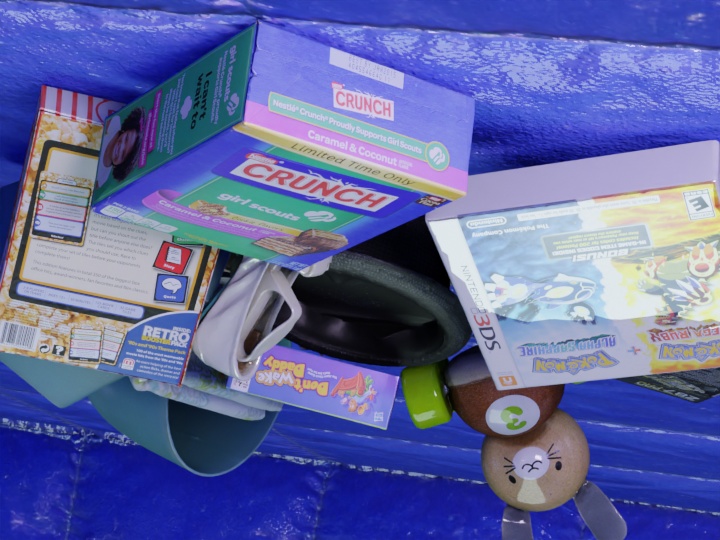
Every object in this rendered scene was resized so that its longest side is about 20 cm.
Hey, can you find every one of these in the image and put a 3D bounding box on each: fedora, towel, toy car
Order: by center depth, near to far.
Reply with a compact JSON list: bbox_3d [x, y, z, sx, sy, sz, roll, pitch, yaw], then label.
[{"bbox_3d":[0.000,0.000,1.522,0.200,0.092,0.201,13,151,7],"label":"fedora"},{"bbox_3d":[0.145,0.153,1.603,0.164,0.200,0.158,-17,180,9],"label":"toy car"},{"bbox_3d":[-0.156,0.044,1.723,0.048,0.171,0.200,-34,150,23],"label":"towel"}]

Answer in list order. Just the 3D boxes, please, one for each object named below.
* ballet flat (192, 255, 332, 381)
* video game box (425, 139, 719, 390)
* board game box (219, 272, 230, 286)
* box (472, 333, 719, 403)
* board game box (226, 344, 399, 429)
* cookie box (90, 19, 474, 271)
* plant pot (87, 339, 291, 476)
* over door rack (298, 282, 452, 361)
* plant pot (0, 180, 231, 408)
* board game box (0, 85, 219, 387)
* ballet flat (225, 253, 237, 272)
[{"bbox_3d":[-0.059,0.000,1.405,0.069,0.200,0.069,25,-156,-12],"label":"ballet flat"},{"bbox_3d":[0.164,0.002,1.296,0.200,0.047,0.182,-8,136,20],"label":"video game box"},{"bbox_3d":[-0.048,0.008,1.747,0.135,0.035,0.200,2,171,31],"label":"board game box"},{"bbox_3d":[0.205,0.045,1.446,0.200,0.049,0.161,17,161,-9],"label":"box"},{"bbox_3d":[-0.036,0.098,1.603,0.134,0.045,0.200,15,176,3],"label":"board game box"},{"bbox_3d":[-0.053,-0.075,1.227,0.171,0.075,0.200,16,156,-31],"label":"cookie box"},{"bbox_3d":[-0.194,0.093,1.947,0.161,0.201,0.201,16,174,33],"label":"plant pot"},{"bbox_3d":[0.048,0.030,1.651,0.200,0.067,0.148,-10,171,6],"label":"over door rack"},{"bbox_3d":[-0.202,-0.006,1.510,0.200,0.141,0.141,-21,127,38],"label":"plant pot"},{"bbox_3d":[-0.180,-0.022,1.373,0.151,0.200,0.046,12,-154,-13],"label":"board game box"},{"bbox_3d":[-0.105,-0.028,1.620,0.200,0.068,0.067,13,-172,8],"label":"ballet flat"}]
